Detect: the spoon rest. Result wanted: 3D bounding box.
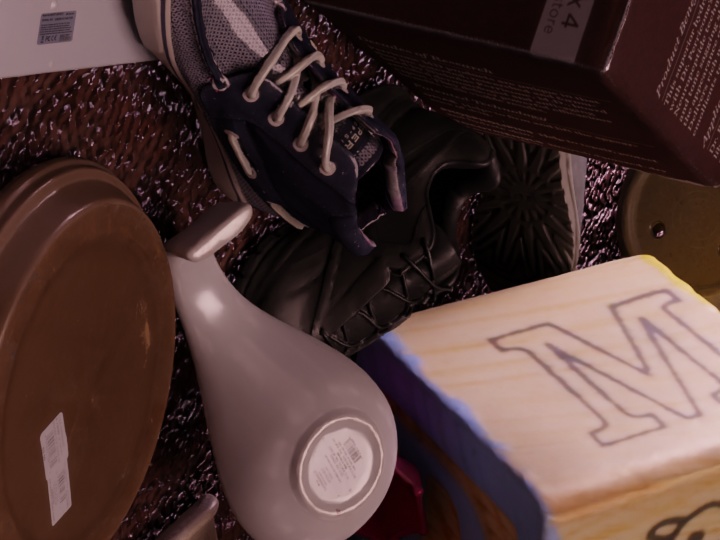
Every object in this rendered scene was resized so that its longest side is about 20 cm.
[{"bbox_3d":[-0.043,0.051,1.038,0.099,0.061,0.200,-39,123,-23],"label":"spoon rest"}]

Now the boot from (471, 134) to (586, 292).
[{"bbox_3d":[0.145,-0.092,1.324,0.200,0.073,0.182,-44,146,-49],"label":"boot"}]

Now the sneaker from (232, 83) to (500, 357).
[{"bbox_3d":[0.000,0.000,1.098,0.200,0.091,0.076,-61,153,-10],"label":"sneaker"}]

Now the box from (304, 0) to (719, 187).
[{"bbox_3d":[0.106,-0.159,1.082,0.200,0.164,0.166,32,77,-61],"label":"box"}]

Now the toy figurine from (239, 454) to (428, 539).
[{"bbox_3d":[-0.026,0.168,1.125,0.200,0.150,0.184,12,68,-50],"label":"toy figurine"}]

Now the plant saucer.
[{"bbox_3d":[-0.130,0.051,0.930,0.200,0.029,0.200,12,90,-70],"label":"plant saucer"}]

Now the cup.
[{"bbox_3d":[0.243,-0.030,1.386,0.143,0.200,0.200,1,109,-57],"label":"cup"}]

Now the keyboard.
[{"bbox_3d":[-0.126,-0.109,0.893,0.200,0.011,0.056,-16,127,-56],"label":"keyboard"}]

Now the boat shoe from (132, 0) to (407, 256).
[{"bbox_3d":[-0.032,-0.085,0.966,0.075,0.093,0.200,-53,152,-18],"label":"boat shoe"}]

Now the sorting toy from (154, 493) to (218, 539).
[{"bbox_3d":[-0.119,0.239,1.111,0.185,0.036,0.200,-42,142,-40],"label":"sorting toy"}]

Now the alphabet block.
[{"bbox_3d":[0.123,0.130,1.220,0.200,0.196,0.195,-14,128,-26],"label":"alphabet block"}]
